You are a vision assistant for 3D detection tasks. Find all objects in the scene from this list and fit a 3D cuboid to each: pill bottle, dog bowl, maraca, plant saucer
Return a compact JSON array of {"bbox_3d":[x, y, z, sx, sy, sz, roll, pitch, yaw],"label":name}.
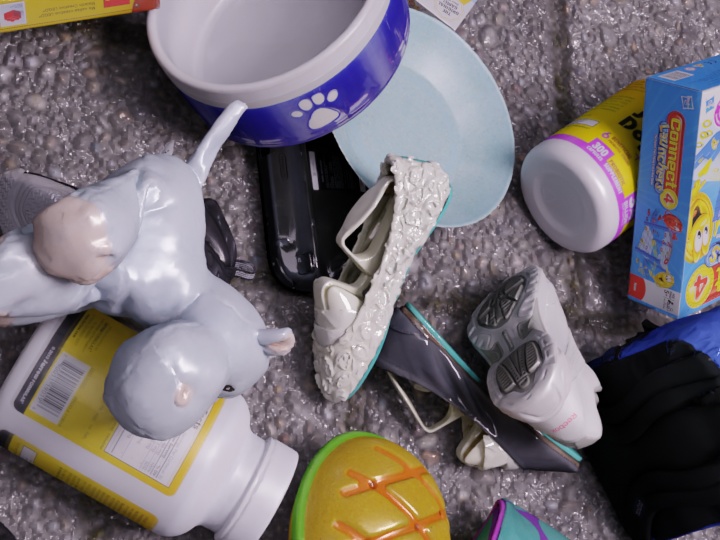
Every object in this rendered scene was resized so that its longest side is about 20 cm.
[{"bbox_3d":[-0.148,0.113,0.801,0.199,0.112,0.113,31,64,-7],"label":"pill bottle"},{"bbox_3d":[-0.063,-0.200,0.903,0.198,0.079,0.202,-9,60,16],"label":"dog bowl"},{"bbox_3d":[0.004,0.212,0.815,0.136,0.107,0.202,25,55,-27],"label":"maraca"},{"bbox_3d":[0.044,-0.125,0.977,0.199,0.039,0.203,14,63,-30],"label":"plant saucer"},{"bbox_3d":[0.242,-0.106,1.017,0.199,0.104,0.105,-34,84,-26],"label":"pill bottle"}]

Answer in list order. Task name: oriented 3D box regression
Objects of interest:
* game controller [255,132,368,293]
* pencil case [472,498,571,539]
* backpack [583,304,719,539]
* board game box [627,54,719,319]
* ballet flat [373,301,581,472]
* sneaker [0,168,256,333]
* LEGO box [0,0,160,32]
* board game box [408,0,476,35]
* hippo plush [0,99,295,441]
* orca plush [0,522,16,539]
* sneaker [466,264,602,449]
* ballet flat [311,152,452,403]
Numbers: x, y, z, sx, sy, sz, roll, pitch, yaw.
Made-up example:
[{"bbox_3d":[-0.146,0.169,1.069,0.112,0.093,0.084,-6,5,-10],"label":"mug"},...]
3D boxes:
[{"bbox_3d":[-0.034,-0.079,0.955,0.103,0.042,0.203,4,70,-33],"label":"game controller"},{"bbox_3d":[0.164,0.261,0.872,0.199,0.085,0.093,33,48,-5],"label":"pencil case"},{"bbox_3d":[0.277,0.103,0.902,0.167,0.200,0.164,-28,81,-25],"label":"backpack"},{"bbox_3d":[0.319,-0.084,0.982,0.199,0.056,0.198,-21,121,-33],"label":"board game box"},{"bbox_3d":[0.084,0.111,0.914,0.200,0.073,0.073,41,64,-8],"label":"ballet flat"},{"bbox_3d":[-0.174,-0.024,0.865,0.199,0.076,0.114,30,31,19],"label":"sneaker"},{"bbox_3d":[-0.270,-0.253,0.873,0.198,0.078,0.149,-14,46,-23],"label":"LEGO box"},{"bbox_3d":[0.035,-0.317,1.059,0.199,0.034,0.135,37,64,-4],"label":"board game box"},{"bbox_3d":[-0.139,0.022,0.729,0.162,0.158,0.200,59,37,-9],"label":"hippo plush"},{"bbox_3d":[-0.280,0.182,0.754,0.104,0.071,0.202,-19,78,-24],"label":"orca plush"},{"bbox_3d":[0.143,0.074,0.909,0.099,0.078,0.201,44,23,-21],"label":"sneaker"},{"bbox_3d":[0.000,0.000,0.883,0.071,0.072,0.202,25,92,-9],"label":"ballet flat"}]
